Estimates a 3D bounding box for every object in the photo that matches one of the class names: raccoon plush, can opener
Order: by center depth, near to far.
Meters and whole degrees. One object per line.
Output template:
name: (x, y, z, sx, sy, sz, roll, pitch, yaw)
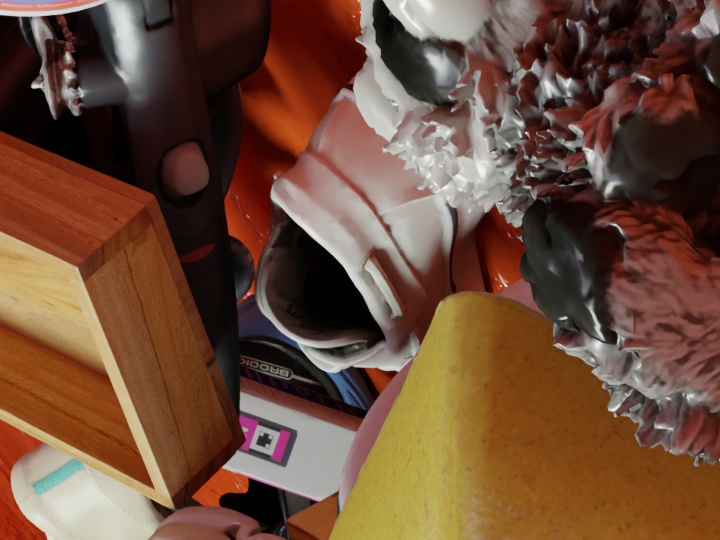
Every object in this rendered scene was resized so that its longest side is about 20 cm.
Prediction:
raccoon plush: (0.075, -0.001, 0.485, 0.200, 0.097, 0.134, 54, 174, -22)
can opener: (-0.057, -0.021, 0.744, 0.063, 0.078, 0.201, -122, 25, -51)

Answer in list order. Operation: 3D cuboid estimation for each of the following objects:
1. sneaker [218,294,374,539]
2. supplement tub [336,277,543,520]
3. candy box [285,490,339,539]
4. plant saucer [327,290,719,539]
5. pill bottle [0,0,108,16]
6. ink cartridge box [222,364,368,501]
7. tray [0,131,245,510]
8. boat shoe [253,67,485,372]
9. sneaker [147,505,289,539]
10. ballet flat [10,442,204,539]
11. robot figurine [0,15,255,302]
sneaker: (-0.014, 0.100, 1.079, 0.200, 0.083, 0.071, 55, 166, -27)
supplement tub: (0.093, 0.100, 0.629, 0.200, 0.122, 0.122, 54, 166, -24)
candy box: (0.064, 0.141, 0.735, 0.056, 0.116, 0.201, 22, 134, 58)
plant saucer: (0.070, 0.121, 0.531, 0.200, 0.049, 0.200, 30, 141, 5)
pill bottle: (-0.067, -0.129, 0.524, 0.112, 0.112, 0.200, 49, 167, -1)
ink cartridge box: (-0.056, 0.051, 0.948, 0.199, 0.037, 0.095, 18, -178, -7)
tray: (-0.127, -0.006, 0.758, 0.200, 0.037, 0.099, 22, 144, 36)
boat shoe: (0.000, 0.000, 0.775, 0.072, 0.066, 0.200, 47, 167, 8)
sneaker: (-0.022, 0.147, 0.666, 0.200, 0.081, 0.075, 57, 159, 36)
ballet flat: (-0.088, 0.118, 1.034, 0.069, 0.069, 0.200, 40, 170, 33)
robot figurine: (-0.114, -0.050, 0.871, 0.200, 0.124, 0.151, -172, 69, -72)
